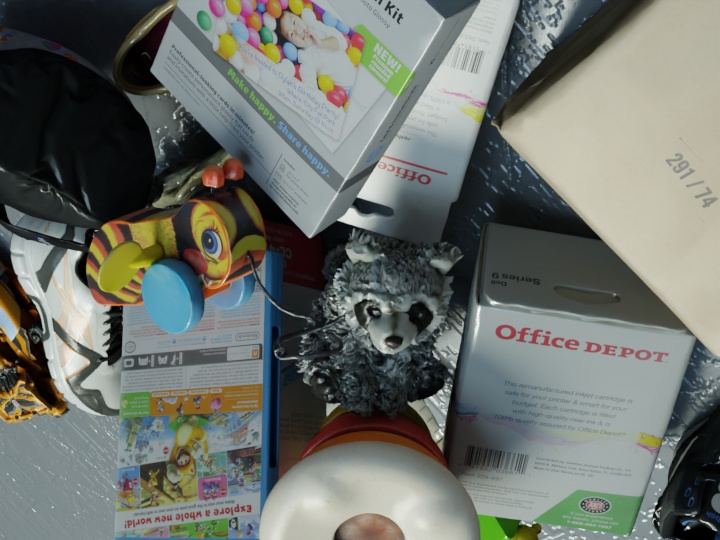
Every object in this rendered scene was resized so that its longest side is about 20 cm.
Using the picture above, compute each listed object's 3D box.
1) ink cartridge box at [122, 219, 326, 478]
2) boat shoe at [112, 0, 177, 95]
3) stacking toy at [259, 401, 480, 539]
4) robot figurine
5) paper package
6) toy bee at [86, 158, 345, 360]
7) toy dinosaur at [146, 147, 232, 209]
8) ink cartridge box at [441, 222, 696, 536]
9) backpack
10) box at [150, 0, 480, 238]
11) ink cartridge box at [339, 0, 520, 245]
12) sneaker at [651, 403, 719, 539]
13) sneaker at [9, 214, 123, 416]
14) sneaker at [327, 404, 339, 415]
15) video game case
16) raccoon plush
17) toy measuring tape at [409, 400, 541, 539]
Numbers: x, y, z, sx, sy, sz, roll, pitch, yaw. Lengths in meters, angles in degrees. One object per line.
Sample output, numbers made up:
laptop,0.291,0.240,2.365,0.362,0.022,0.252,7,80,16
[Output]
ink cartridge box,-0.104,0.075,1.015,0.146,0.203,0.085,-12,163,34
boat shoe,-0.089,-0.165,0.906,0.198,0.067,0.074,-23,110,38
stacking toy,0.008,0.138,0.946,0.144,0.201,0.148,1,116,1
robot figurine,-0.335,0.061,1.233,0.144,0.058,0.201,-17,113,40
paper package,0.214,-0.083,0.768,0.200,0.104,0.190,45,134,-7
toy bee,-0.097,-0.020,0.862,0.197,0.131,0.110,2,109,17
toy dinosaur,-0.131,-0.059,1.000,0.198,0.088,0.048,-20,111,39
ink cartridge box,0.137,0.078,0.927,0.143,0.088,0.202,8,132,2
backpack,-0.247,-0.104,0.967,0.199,0.128,0.167,16,162,49
box,-0.035,-0.137,0.792,0.156,0.041,0.201,46,138,9
ink cartridge box,0.026,-0.121,0.858,0.113,0.068,0.202,17,132,1
sneaker,0.263,0.121,0.890,0.072,0.112,0.201,30,134,5
sneaker,-0.229,0.043,1.148,0.079,0.074,0.202,0,124,28
sneaker,-0.064,0.098,1.096,0.198,0.075,0.087,-3,141,40
video game case,-0.116,0.093,0.957,0.141,0.018,0.203,-6,77,34
raccoon plush,0.000,0.000,0.906,0.201,0.095,0.136,-123,34,-49
toy measuring tape,0.084,0.132,1.055,0.201,0.073,0.074,58,135,11
